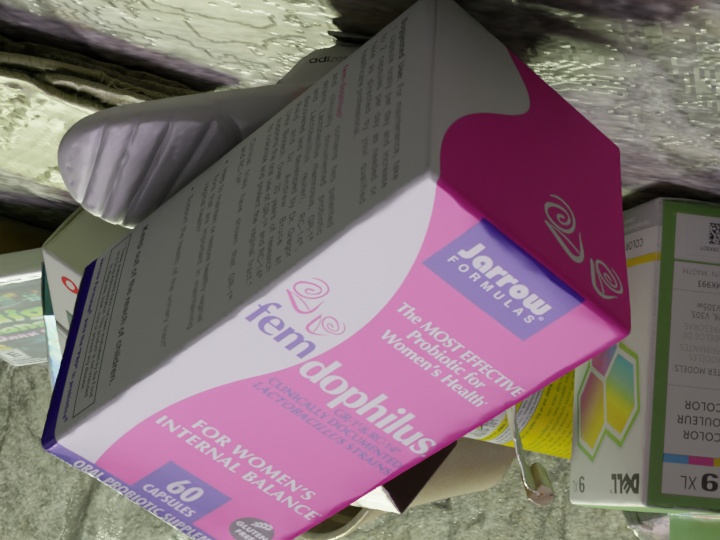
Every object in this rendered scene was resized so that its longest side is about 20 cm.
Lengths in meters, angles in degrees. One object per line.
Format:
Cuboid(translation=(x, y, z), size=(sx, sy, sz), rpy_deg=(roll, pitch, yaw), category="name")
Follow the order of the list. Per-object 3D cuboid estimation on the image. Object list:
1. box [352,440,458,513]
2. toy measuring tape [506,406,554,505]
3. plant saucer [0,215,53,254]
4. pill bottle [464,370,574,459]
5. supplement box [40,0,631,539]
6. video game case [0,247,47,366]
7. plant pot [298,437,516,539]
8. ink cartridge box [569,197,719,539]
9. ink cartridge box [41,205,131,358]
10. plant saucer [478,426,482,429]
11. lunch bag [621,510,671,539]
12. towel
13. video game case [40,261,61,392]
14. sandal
Cuboid(translation=(-0.034, 0.062, 1.137), size=(0.100, 0.075, 0.200), rpy_deg=(-1, 132, 51), category="box")
Cuboid(translation=(0.097, 0.030, 0.878), size=(0.073, 0.074, 0.200), rpy_deg=(5, 127, 32), category="toy measuring tape")
Cuboid(translation=(-0.290, -0.009, 1.394), size=(0.200, 0.049, 0.200), rpy_deg=(2, 168, 45), category="plant saucer")
Cuboid(translation=(0.151, 0.076, 1.201), size=(0.200, 0.110, 0.109), rpy_deg=(14, 171, -20), category="pill bottle")
Cuboid(translation=(-0.010, 0.009, 0.635), size=(0.101, 0.103, 0.200), rpy_deg=(36, 125, -26), category="supplement box")
Cuboid(translation=(-0.212, 0.025, 1.314), size=(0.199, 0.023, 0.182), rpy_deg=(-9, 158, 14), category="video game case")
Cuboid(translation=(0.031, 0.124, 1.484), size=(0.183, 0.201, 0.200), rpy_deg=(2, 178, -39), category="plant pot")
Cuboid(translation=(0.148, 0.071, 0.860), size=(0.059, 0.201, 0.104), rpy_deg=(5, 173, -12), category="ink cartridge box")
Cuboid(translation=(-0.104, 0.050, 1.046), size=(0.146, 0.084, 0.200), rpy_deg=(32, 150, 18), category="ink cartridge box")
Cuboid(translation=(0.000, 0.000, 0.887), size=(0.200, 0.031, 0.200), rpy_deg=(45, 177, 3), category="plant saucer")
Cuboid(translation=(0.253, 0.094, 0.963), size=(0.164, 0.118, 0.200), rpy_deg=(-19, 171, 36), category="lunch bag")
Cuboid(translation=(-0.158, -0.074, 0.852), size=(0.148, 0.037, 0.200), rpy_deg=(15, 170, -22), category="towel")
Cuboid(translation=(-0.132, 0.044, 1.287), size=(0.199, 0.046, 0.181), rpy_deg=(-1, 158, -8), category="video game case")
Cuboid(translation=(-0.014, -0.059, 0.680), size=(0.206, 0.059, 0.079), rpy_deg=(0, 135, 5), category="sandal")
